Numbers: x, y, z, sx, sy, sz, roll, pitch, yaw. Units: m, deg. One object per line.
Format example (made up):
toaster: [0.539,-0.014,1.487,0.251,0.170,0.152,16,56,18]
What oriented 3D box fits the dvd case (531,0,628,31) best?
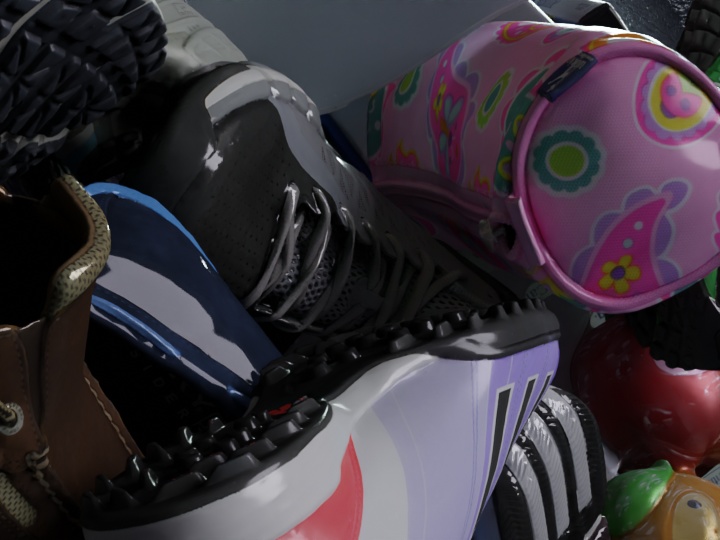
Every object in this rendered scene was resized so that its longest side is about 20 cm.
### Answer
dvd case: [0.117,-0.058,1.074,0.143,0.018,0.200,56,-1,-11]

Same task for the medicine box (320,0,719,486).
medicine box: [0.076,-0.012,1.054,0.200,0.103,0.182,58,-1,-30]

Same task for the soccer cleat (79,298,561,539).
soccer cleat: [0.001,0.058,0.608,0.200,0.068,0.073,-30,104,-62]

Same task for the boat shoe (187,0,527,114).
boat shoe: [0.008,-0.114,0.830,0.074,0.199,0.068,63,-2,-32]

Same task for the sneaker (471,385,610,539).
sneaker: [0.022,0.107,0.788,0.076,0.115,0.200,-43,137,-42]

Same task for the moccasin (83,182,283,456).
moccasin: [-0.033,0.071,0.677,0.200,0.080,0.068,46,23,-13]

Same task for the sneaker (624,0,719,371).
sneaker: [0.144,-0.036,0.880,0.200,0.085,0.078,-68,173,-48]

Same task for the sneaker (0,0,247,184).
sneaker: [-0.099,-0.075,0.698,0.086,0.078,0.200,53,6,8]

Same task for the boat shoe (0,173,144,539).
boat shoe: [-0.085,0.014,0.544,0.202,0.075,0.075,49,21,-50]

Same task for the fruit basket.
fruit basket: [0.123,0.067,0.881,0.185,0.094,0.200,-31,85,-36]

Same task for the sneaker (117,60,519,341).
sneaker: [0.000,0.000,0.765,0.115,0.075,0.200,36,6,12]

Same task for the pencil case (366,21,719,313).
pencil case: [0.059,-0.037,0.818,0.088,0.087,0.200,62,-7,-13]

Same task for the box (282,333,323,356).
box: [0.021,0.082,0.918,0.145,0.036,0.200,63,15,-5]
